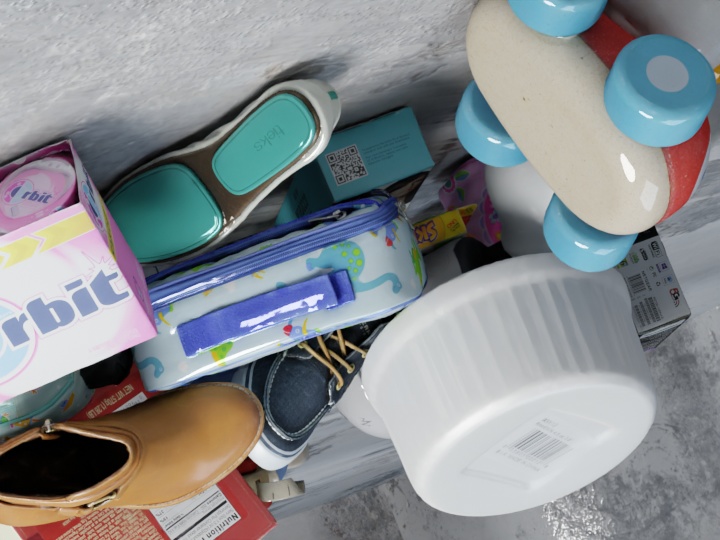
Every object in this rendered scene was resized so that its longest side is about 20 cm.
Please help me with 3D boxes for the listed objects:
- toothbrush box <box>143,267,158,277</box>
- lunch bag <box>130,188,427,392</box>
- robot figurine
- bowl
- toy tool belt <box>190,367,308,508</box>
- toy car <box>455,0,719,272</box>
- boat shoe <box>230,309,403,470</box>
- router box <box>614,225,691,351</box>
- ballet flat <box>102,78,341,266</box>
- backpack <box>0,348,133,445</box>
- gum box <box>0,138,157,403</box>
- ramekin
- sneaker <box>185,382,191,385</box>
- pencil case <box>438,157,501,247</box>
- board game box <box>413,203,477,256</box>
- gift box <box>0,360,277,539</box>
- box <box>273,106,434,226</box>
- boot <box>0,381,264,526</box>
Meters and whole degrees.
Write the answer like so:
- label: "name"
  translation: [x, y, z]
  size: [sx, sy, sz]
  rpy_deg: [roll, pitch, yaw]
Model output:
- label: "toothbrush box"
  translation: [-0.249, 0.079, 1.413]
  size: [0.146, 0.086, 0.200]
  rpy_deg: [-12, 166, -41]
- label: "lunch bag"
  translation: [-0.055, 0.014, 1.204]
  size: [0.198, 0.083, 0.161]
  rpy_deg: [-20, -176, 9]
- label: "robot figurine"
  translation: [0.062, 0.053, 1.426]
  size: [0.199, 0.126, 0.150]
  rpy_deg: [-29, 168, 19]
- label: "bowl"
  translation: [0.158, -0.105, 1.268]
  size: [0.200, 0.091, 0.201]
  rpy_deg: [-35, -163, 13]
- label: "toy tool belt"
  translation: [-0.102, 0.114, 1.458]
  size: [0.124, 0.124, 0.200]
  rpy_deg: [-9, -172, 0]
- label: "toy car"
  translation: [0.185, -0.135, 1.127]
  size: [0.199, 0.177, 0.185]
  rpy_deg: [-32, 161, -23]
- label: "boat shoe"
  translation: [-0.027, 0.058, 1.301]
  size: [0.091, 0.071, 0.201]
  rpy_deg: [-33, -163, 30]
- label: "router box"
  translation: [0.199, -0.033, 1.493]
  size: [0.051, 0.202, 0.149]
  rpy_deg: [-20, 169, -7]
- label: "ballet flat"
  translation: [-0.086, -0.062, 1.162]
  size: [0.199, 0.070, 0.069]
  rpy_deg: [-31, 166, 31]
- label: "backpack"
  translation: [-0.254, 0.058, 1.200]
  size: [0.198, 0.128, 0.167]
  rpy_deg: [-19, 172, -4]
- label: "gum box"
  translation: [-0.235, 0.019, 1.071]
  size: [0.199, 0.066, 0.114]
  rpy_deg: [-23, 132, 2]
- label: "ramekin"
  translation: [0.108, 0.086, 1.253]
  size: [0.199, 0.098, 0.201]
  rpy_deg: [-14, 147, -9]
- label: "sneaker"
  translation: [-0.145, 0.075, 1.581]
  size: [0.078, 0.066, 0.201]
  rpy_deg: [-39, 146, -18]
- label: "pencil case"
  translation: [0.132, -0.001, 1.516]
  size: [0.087, 0.201, 0.088]
  rpy_deg: [-20, 164, -6]
- label: "board game box"
  translation: [0.000, 0.000, 1.447]
  size: [0.199, 0.030, 0.096]
  rpy_deg: [-23, 169, -13]
- label: "gift box"
  translation: [-0.191, 0.178, 1.328]
  size: [0.184, 0.201, 0.187]
  rpy_deg: [-30, 170, -29]
- label: "box"
  translation: [-0.008, -0.055, 1.362]
  size: [0.082, 0.049, 0.200]
  rpy_deg: [-20, 169, -15]
- label: "boot"
  translation: [-0.150, 0.111, 1.152]
  size: [0.198, 0.077, 0.155]
  rpy_deg: [-11, 170, -11]
